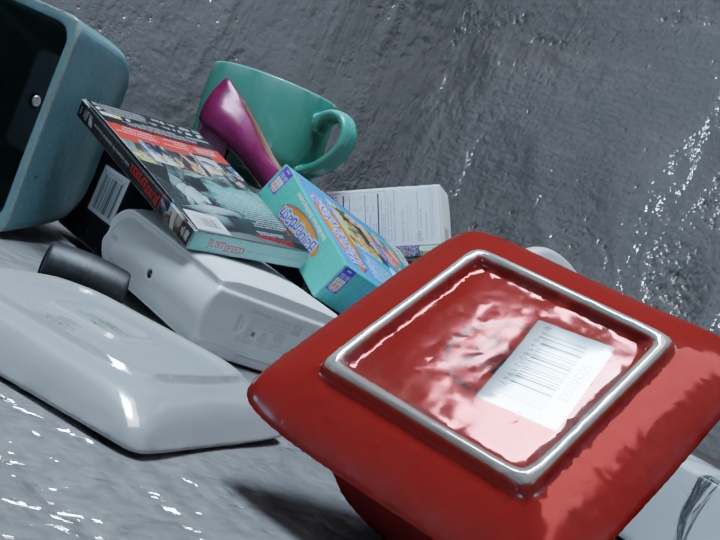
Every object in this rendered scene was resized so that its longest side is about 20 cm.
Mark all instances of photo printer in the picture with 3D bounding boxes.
[{"bbox_3d":[-0.125,0.016,0.982,0.165,0.070,0.199,23,7,-43],"label":"photo printer"}]

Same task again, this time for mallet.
[{"bbox_3d":[-0.208,0.006,0.890,0.065,0.042,0.200,24,-2,-6],"label":"mallet"}]

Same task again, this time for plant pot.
[{"bbox_3d":[-0.331,-0.161,1.075,0.193,0.199,0.200,25,6,13],"label":"plant pot"}]

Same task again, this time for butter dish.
[{"bbox_3d":[0.072,0.098,0.598,0.198,0.150,0.199,26,45,35],"label":"butter dish"}]

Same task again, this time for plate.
[{"bbox_3d":[-0.154,0.043,0.650,0.197,0.033,0.200,27,3,18],"label":"plate"}]

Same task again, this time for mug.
[{"bbox_3d":[-0.106,-0.151,1.254,0.150,0.116,0.185,20,1,-25],"label":"mug"}]

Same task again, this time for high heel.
[{"bbox_3d":[-0.078,-0.115,1.168,0.197,0.097,0.067,26,3,-13],"label":"high heel"}]

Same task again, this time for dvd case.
[{"bbox_3d":[-0.148,-0.077,0.996,0.145,0.022,0.200,10,28,-52],"label":"dvd case"}]

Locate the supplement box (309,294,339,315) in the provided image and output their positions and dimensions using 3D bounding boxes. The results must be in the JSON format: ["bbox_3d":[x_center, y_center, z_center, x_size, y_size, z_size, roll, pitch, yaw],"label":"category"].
[{"bbox_3d":[0.010,0.082,1.204,0.108,0.062,0.199,27,3,23],"label":"supplement box"}]

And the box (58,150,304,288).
[{"bbox_3d":[-0.178,-0.043,1.177,0.196,0.125,0.199,22,5,-38],"label":"box"}]

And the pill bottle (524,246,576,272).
[{"bbox_3d":[0.090,0.061,0.943,0.108,0.112,0.199,23,-32,-34],"label":"pill bottle"}]

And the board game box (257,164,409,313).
[{"bbox_3d":[0.000,0.000,1.095,0.199,0.045,0.153,36,17,-45],"label":"board game box"}]

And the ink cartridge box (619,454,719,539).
[{"bbox_3d":[0.299,0.217,0.959,0.145,0.085,0.199,23,3,-44],"label":"ink cartridge box"}]

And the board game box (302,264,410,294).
[{"bbox_3d":[-0.016,0.025,1.336,0.196,0.047,0.151,-2,-6,16],"label":"board game box"}]

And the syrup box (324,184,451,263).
[{"bbox_3d":[0.000,-0.047,1.275,0.196,0.083,0.079,-4,-5,11],"label":"syrup box"}]
